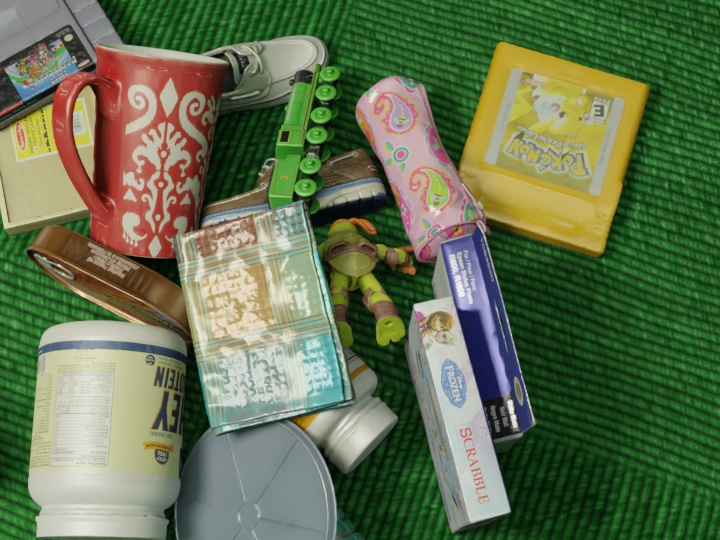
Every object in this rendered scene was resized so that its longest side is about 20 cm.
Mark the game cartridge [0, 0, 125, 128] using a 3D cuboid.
[{"bbox_3d":[-0.367,-0.238,1.315,0.200,0.038,0.130,-31,73,-8],"label":"game cartridge"}]

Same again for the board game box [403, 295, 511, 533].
[{"bbox_3d":[0.088,0.144,1.159,0.041,0.200,0.201,-13,76,-4],"label":"board game box"}]

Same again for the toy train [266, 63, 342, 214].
[{"bbox_3d":[-0.058,-0.139,1.263,0.056,0.042,0.200,3,54,8],"label":"toy train"}]

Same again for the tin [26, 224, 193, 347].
[{"bbox_3d":[-0.246,0.015,1.234,0.200,0.112,0.042,26,67,11],"label":"tin"}]

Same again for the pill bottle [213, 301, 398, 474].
[{"bbox_3d":[-0.060,0.106,1.214,0.200,0.109,0.109,43,79,11],"label":"pill bottle"}]

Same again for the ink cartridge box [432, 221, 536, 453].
[{"bbox_3d":[0.113,0.073,1.177,0.040,0.200,0.200,-12,75,-4],"label":"ink cartridge box"}]

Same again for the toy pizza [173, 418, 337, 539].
[{"bbox_3d":[-0.100,0.236,1.176,0.200,0.032,0.201,-6,80,33],"label":"toy pizza"}]

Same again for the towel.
[{"bbox_3d":[-0.095,0.046,1.156,0.146,0.022,0.201,-15,83,13],"label":"towel"}]

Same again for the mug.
[{"bbox_3d":[-0.231,-0.123,1.227,0.177,0.133,0.201,3,104,-23],"label":"mug"}]

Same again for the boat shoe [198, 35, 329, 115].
[{"bbox_3d":[-0.129,-0.211,1.319,0.200,0.065,0.074,-23,76,-6],"label":"boat shoe"}]

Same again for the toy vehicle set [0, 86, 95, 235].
[{"bbox_3d":[-0.339,-0.148,1.322,0.124,0.027,0.201,-13,76,-3],"label":"toy vehicle set"}]

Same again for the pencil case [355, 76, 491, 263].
[{"bbox_3d":[0.064,-0.105,1.271,0.087,0.087,0.200,-21,67,-5],"label":"pencil case"}]

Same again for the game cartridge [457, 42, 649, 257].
[{"bbox_3d":[0.204,-0.133,1.317,0.176,0.032,0.201,17,75,4],"label":"game cartridge"}]

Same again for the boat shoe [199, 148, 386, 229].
[{"bbox_3d":[-0.076,-0.082,1.289,0.199,0.072,0.073,-12,71,-13],"label":"boat shoe"}]

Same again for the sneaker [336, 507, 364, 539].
[{"bbox_3d":[-0.045,0.280,1.201,0.087,0.074,0.200,-38,71,10],"label":"sneaker"}]

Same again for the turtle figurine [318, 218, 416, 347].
[{"bbox_3d":[0.000,0.000,1.223,0.199,0.064,0.162,5,45,-20],"label":"turtle figurine"}]

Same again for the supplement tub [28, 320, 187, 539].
[{"bbox_3d":[-0.245,0.159,1.182,0.144,0.145,0.201,1,76,0],"label":"supplement tub"}]
